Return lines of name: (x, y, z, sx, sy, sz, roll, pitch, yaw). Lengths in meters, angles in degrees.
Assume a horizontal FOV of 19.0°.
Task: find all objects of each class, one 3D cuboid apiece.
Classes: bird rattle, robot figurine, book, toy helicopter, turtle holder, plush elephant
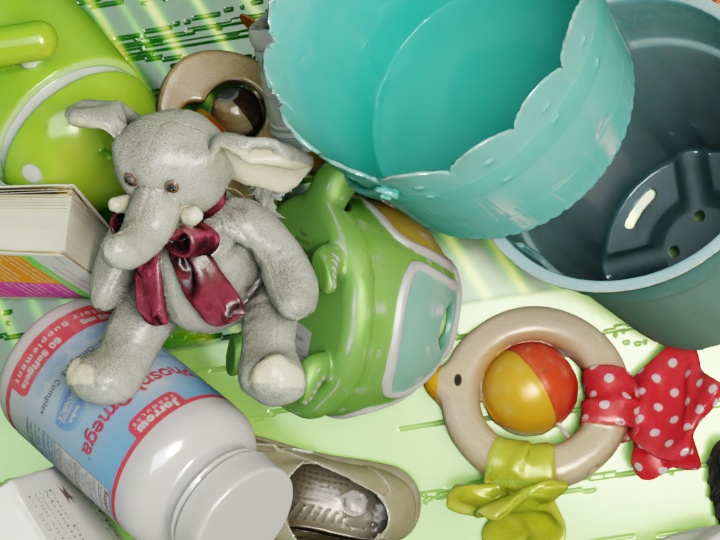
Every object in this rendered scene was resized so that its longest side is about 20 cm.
bird rattle: (0.134, 0.094, 1.449, 0.200, 0.113, 0.163, -37, 71, -2)
robot figurine: (-0.213, -0.118, 1.437, 0.116, 0.176, 0.200, -35, 62, -12)
book: (-0.263, -0.011, 1.426, 0.199, 0.134, 0.048, 0, 71, 14)
toy helicopter: (-0.042, -0.096, 1.481, 0.200, 0.079, 0.133, 20, 81, -8)
turtle holder: (-0.006, 0.005, 1.437, 0.131, 0.141, 0.186, 1, 79, -34)
plush elephant: (-0.108, -0.028, 1.314, 0.164, 0.155, 0.200, 5, 62, 29)

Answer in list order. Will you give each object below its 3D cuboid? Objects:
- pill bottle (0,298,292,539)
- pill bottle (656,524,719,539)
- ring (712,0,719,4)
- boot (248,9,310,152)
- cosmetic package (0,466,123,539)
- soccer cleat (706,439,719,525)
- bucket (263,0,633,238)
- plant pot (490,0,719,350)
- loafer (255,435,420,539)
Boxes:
pill bottle: (-0.140, 0.111, 1.411, 0.200, 0.109, 0.109, 35, 90, 33)
pill bottle: (0.231, 0.280, 1.432, 0.111, 0.111, 0.200, -20, 89, 2)
ring: (0.218, -0.258, 1.490, 0.200, 0.019, 0.201, 0, 90, 3)
boot: (0.013, -0.163, 1.421, 0.200, 0.073, 0.096, -36, 124, -33)
cosmetic package: (-0.230, 0.241, 1.406, 0.165, 0.200, 0.165, -34, 88, 2)
soccer cleat: (0.305, 0.197, 1.461, 0.073, 0.068, 0.200, -25, 84, -22)
bucket: (0.057, -0.124, 1.270, 0.207, 0.135, 0.208, -10, 65, 22)
plant pot: (0.195, -0.049, 1.376, 0.200, 0.196, 0.201, -9, 67, 22)
loafer: (-0.058, 0.151, 1.466, 0.199, 0.068, 0.076, 3, 89, 2)
